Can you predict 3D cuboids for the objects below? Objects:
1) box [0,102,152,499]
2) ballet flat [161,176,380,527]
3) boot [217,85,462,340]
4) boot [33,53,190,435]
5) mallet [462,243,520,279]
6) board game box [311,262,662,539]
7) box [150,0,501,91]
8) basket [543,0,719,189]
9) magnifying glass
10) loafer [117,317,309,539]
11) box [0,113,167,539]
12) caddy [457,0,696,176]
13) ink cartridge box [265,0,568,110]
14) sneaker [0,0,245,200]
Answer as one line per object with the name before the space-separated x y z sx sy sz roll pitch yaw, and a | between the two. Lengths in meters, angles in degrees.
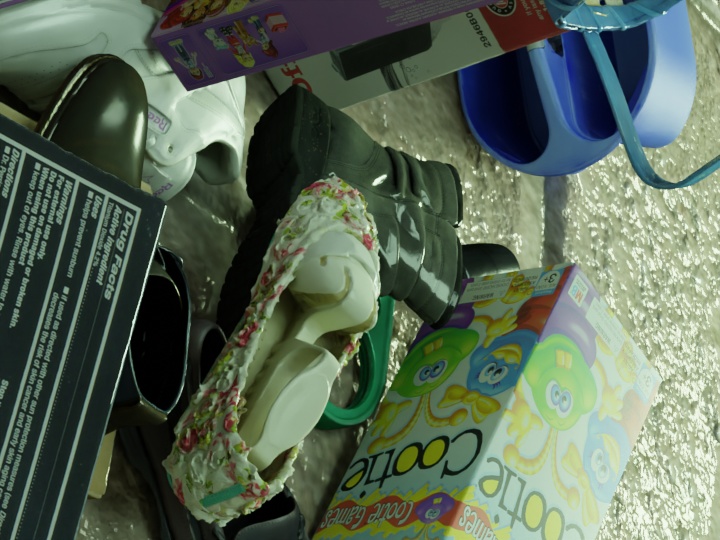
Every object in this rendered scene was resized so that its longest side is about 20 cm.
box | -0.180 -0.002 1.088 0.200 0.021 0.165 30 60 -44
ballet flat | -0.027 0.037 1.145 0.076 0.064 0.201 42 57 -29
boot | 0.000 0.000 1.272 0.130 0.068 0.201 26 51 -24
boot | -0.107 -0.011 1.081 0.075 0.097 0.201 29 63 -44
mallet | 0.075 0.081 1.413 0.066 0.041 0.202 5 76 -53
board game box | 0.071 0.108 1.305 0.105 0.103 0.201 50 50 -29
box | 0.006 -0.165 1.155 0.039 0.199 0.137 56 36 -31
basket | 0.179 -0.162 1.192 0.139 0.176 0.201 -4 70 -56
magnifying glass | 0.005 0.014 1.354 0.080 0.022 0.200 57 37 -21
loafer | -0.063 0.116 1.178 0.072 0.063 0.201 -40 108 -53
box | -0.205 0.029 0.935 0.198 0.123 0.201 30 69 -44
caddy | 0.129 -0.155 1.496 0.105 0.141 0.201 14 64 -54
ink cartridge box | 0.018 -0.183 1.303 0.145 0.199 0.084 58 41 -20
sneaker | -0.121 -0.088 1.177 0.199 0.075 0.100 6 75 -51
